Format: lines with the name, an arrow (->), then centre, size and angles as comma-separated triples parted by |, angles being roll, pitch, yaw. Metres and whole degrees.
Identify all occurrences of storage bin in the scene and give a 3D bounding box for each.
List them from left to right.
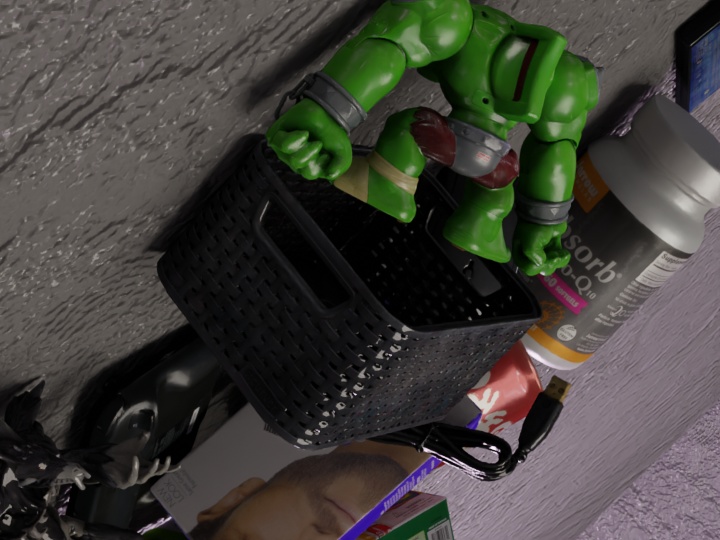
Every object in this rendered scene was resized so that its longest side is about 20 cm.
storage bin -> -0.001, 0.011, 0.864 | 0.094, 0.136, 0.199 | -47, 161, 22

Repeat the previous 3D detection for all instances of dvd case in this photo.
dvd case -> 0.318, -0.209, 1.173 | 0.199, 0.018, 0.143 | -39, 161, -1

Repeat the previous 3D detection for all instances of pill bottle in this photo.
pill bottle -> 0.189, -0.029, 1.183 | 0.200, 0.117, 0.116 | -48, 160, 23

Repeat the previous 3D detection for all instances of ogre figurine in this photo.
ogre figurine -> 0.055, -0.076, 0.802 | 0.121, 0.198, 0.098 | -62, -162, 7

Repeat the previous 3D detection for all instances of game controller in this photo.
game controller -> -0.139, 0.108, 0.995 | 0.104, 0.042, 0.201 | -45, 168, -35

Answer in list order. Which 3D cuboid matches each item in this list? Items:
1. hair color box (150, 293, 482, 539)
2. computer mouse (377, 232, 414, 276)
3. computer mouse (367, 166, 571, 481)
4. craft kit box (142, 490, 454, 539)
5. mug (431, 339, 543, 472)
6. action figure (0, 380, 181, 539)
hair color box -> -0.028, 0.123, 1.029 | 0.200, 0.109, 0.065 | -41, 168, -7
computer mouse -> 0.000, 0.000, 1.025 | 0.199, 0.034, 0.059 | -36, 173, -36
computer mouse -> 0.082, 0.033, 0.988 | 0.202, 0.139, 0.046 | -65, -173, -10
craft kit box -> -0.065, 0.213, 1.172 | 0.196, 0.049, 0.199 | -2, -165, 45
mug -> 0.022, 0.113, 1.145 | 0.199, 0.134, 0.178 | -32, 140, -10
action figure -> -0.150, 0.139, 0.848 | 0.101, 0.120, 0.201 | -5, 138, 16
